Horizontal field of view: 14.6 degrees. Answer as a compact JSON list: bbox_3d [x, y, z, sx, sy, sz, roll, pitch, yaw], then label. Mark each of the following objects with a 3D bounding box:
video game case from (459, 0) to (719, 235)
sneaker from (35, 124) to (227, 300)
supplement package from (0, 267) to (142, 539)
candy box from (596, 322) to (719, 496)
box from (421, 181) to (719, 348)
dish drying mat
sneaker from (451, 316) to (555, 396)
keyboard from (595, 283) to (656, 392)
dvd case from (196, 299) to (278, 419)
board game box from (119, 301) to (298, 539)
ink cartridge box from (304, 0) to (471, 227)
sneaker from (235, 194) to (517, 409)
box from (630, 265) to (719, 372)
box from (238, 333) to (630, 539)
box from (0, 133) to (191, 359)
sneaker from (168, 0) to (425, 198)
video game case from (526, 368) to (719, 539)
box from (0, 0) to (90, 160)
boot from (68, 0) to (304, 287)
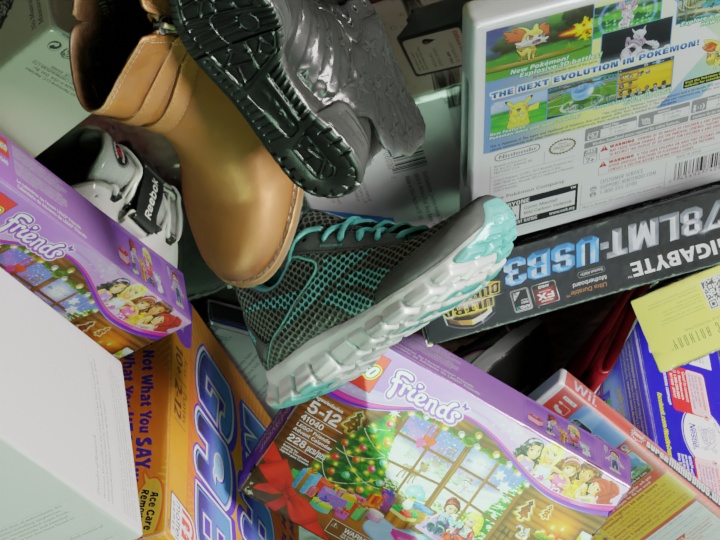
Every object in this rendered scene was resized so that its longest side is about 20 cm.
[{"bbox_3d":[0.150,-0.101,1.545,0.199,0.022,0.183,-15,142,-11],"label":"video game case"},{"bbox_3d":[-0.146,-0.039,1.645,0.199,0.074,0.089,12,139,-29],"label":"sneaker"},{"bbox_3d":[-0.224,0.078,1.544,0.121,0.120,0.200,-22,146,18],"label":"supplement package"},{"bbox_3d":[0.169,0.150,1.895,0.077,0.170,0.200,16,136,-24],"label":"candy box"},{"bbox_3d":[0.138,-0.009,1.692,0.199,0.050,0.198,-17,180,8],"label":"box"},{"bbox_3d":[0.138,0.072,1.819,0.018,0.077,0.200,28,153,0],"label":"dish drying mat"},{"bbox_3d":[0.039,0.084,1.825,0.200,0.086,0.081,-37,142,-25],"label":"sneaker"},{"bbox_3d":[0.155,0.071,1.839,0.011,0.056,0.201,27,115,0],"label":"keyboard"},{"bbox_3d":[-0.055,0.091,1.880,0.199,0.025,0.150,17,135,-31],"label":"dvd case"},{"bbox_3d":[-0.167,0.164,1.768,0.199,0.201,0.200,-17,136,16],"label":"board game box"},{"bbox_3d":[0.060,-0.089,1.623,0.199,0.086,0.147,-16,143,4],"label":"ink cartridge box"},{"bbox_3d":[0.000,0.000,1.582,0.200,0.092,0.077,-34,170,34],"label":"sneaker"},{"bbox_3d":[0.226,0.014,1.737,0.075,0.050,0.200,-23,180,20],"label":"box"},{"bbox_3d":[0.045,0.124,1.713,0.199,0.039,0.137,30,115,-9],"label":"box"},{"bbox_3d":[-0.205,0.003,1.585,0.136,0.039,0.200,-26,144,19],"label":"box"},{"bbox_3d":[-0.030,-0.117,1.460,0.060,0.105,0.200,-14,126,28],"label":"sneaker"},{"bbox_3d":[0.152,0.163,1.772,0.200,0.017,0.143,39,123,-15],"label":"video game case"},{"bbox_3d":[-0.216,-0.096,1.548,0.200,0.083,0.068,-35,138,27],"label":"box"},{"bbox_3d":[-0.091,-0.085,1.473,0.076,0.201,0.155,7,-171,24],"label":"boot"}]
